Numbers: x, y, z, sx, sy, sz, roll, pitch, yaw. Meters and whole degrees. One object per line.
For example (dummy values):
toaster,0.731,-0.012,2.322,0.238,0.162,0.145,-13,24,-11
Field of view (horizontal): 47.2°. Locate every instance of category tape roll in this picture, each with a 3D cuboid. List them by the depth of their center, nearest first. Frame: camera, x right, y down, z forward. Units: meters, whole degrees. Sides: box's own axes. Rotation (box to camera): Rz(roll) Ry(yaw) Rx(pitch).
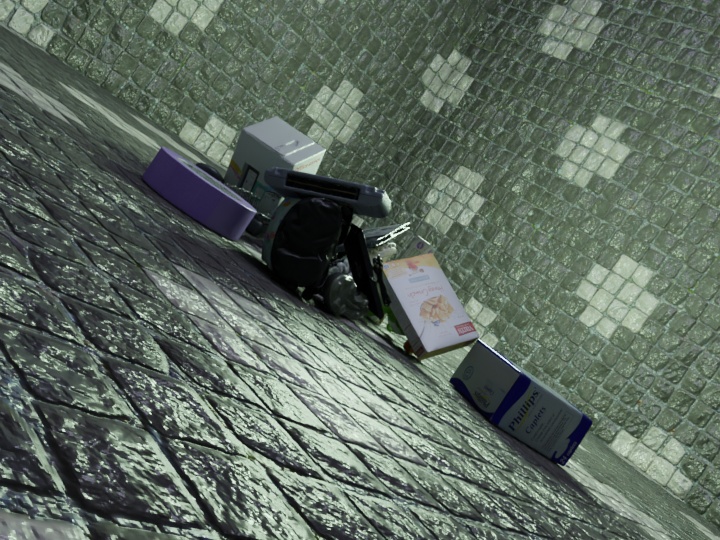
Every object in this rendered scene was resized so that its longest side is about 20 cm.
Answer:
tape roll,-0.283,-0.135,1.456,0.199,0.066,0.200,36,3,-2

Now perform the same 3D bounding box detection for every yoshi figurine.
yoshi figurine,0.054,0.091,1.645,0.111,0.113,0.200,-20,60,-36

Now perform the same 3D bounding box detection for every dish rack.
dish rack,-0.256,-0.143,1.628,0.199,0.055,0.153,19,0,11

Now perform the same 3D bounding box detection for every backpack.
backpack,-0.099,-0.051,1.388,0.126,0.168,0.200,29,-3,-8

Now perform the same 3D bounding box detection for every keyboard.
keyboard,0.015,0.006,1.467,0.127,0.021,0.201,40,-27,47

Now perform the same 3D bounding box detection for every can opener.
can opener,-0.285,-0.157,1.768,0.199,0.067,0.053,35,4,4

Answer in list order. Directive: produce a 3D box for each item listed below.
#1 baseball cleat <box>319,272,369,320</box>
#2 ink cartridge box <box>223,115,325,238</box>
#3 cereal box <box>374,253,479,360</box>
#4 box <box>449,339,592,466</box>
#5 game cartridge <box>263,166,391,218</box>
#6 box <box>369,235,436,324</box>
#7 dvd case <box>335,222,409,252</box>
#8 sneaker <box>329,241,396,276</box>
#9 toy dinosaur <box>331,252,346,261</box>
baseball cleat,-0.049,0.038,1.443,0.106,0.070,0.200,30,-9,21
ink cartridge box,-0.199,-0.208,1.823,0.146,0.201,0.147,35,32,12
cereal box,0.127,0.067,1.590,0.143,0.040,0.201,-12,63,-38
box,0.299,0.245,1.549,0.199,0.105,0.184,33,3,-24
game cartridge,-0.051,-0.127,1.373,0.198,0.041,0.133,12,0,10
box,0.080,0.021,1.731,0.041,0.200,0.039,39,2,34
dvd case,0.001,-0.065,1.678,0.148,0.016,0.200,-8,9,24
sneaker,0.000,0.000,1.619,0.075,0.199,0.082,-13,-78,49
toy dinosaur,-0.026,-0.022,1.772,0.102,0.136,0.200,33,-5,8
